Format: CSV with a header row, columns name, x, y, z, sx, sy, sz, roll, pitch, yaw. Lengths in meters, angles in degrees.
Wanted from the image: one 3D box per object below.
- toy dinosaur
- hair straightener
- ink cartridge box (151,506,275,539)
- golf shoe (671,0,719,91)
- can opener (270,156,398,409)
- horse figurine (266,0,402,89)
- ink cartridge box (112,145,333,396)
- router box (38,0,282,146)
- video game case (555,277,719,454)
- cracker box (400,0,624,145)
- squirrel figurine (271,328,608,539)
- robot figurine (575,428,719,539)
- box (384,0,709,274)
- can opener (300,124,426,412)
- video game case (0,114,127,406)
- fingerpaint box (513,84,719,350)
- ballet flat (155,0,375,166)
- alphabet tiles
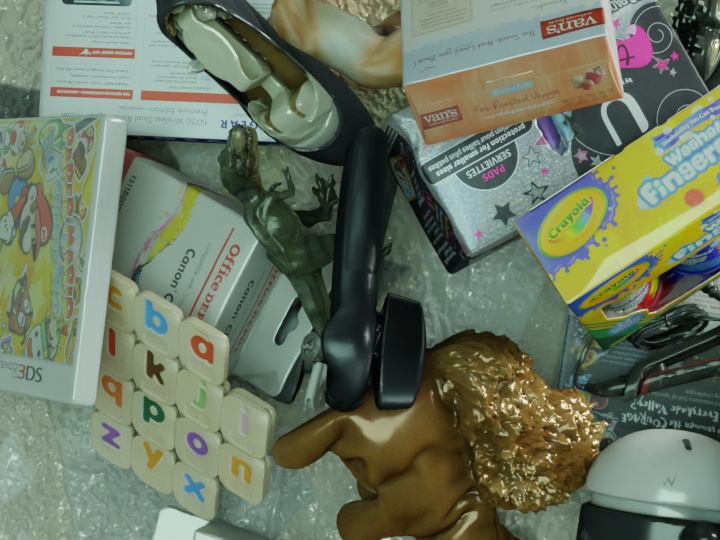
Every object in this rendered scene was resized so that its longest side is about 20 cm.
name,x,y,z,sx,sy,sz,roll,pitch,yaw
toy dinosaur,-0.032,-0.018,1.443,0.047,0.088,0.200,-22,100,51
hair straightener,0.244,0.043,1.465,0.199,0.041,0.077,-18,66,13
ink cartridge box,-0.077,0.258,1.512,0.199,0.068,0.116,17,92,9
golf shoe,0.285,-0.220,1.465,0.094,0.078,0.201,14,94,-9
can opener,-0.020,0.006,1.511,0.066,0.053,0.201,19,92,7
horse figurine,-0.005,-0.181,1.476,0.199,0.050,0.133,17,86,-12
ink cartridge box,-0.127,-0.002,1.498,0.200,0.067,0.117,28,95,22
router box,-0.135,-0.186,1.531,0.199,0.049,0.180,4,91,9
video game case,0.246,0.057,1.487,0.199,0.023,0.183,9,91,8
cracker box,0.096,-0.178,1.363,0.133,0.200,0.058,-13,131,12
squirrel figurine,0.073,0.147,1.448,0.200,0.142,0.187,-28,93,23
robot figurine,0.209,0.210,1.414,0.150,0.125,0.201,5,88,43
box,0.128,-0.096,1.431,0.200,0.132,0.115,-30,87,-6
can opener,0.000,0.000,1.402,0.078,0.063,0.201,6,70,-19
video game case,-0.231,-0.010,1.476,0.023,0.182,0.201,8,87,-36
fingerpaint box,0.218,-0.040,1.385,0.200,0.167,0.073,-33,71,5
ballet flat,-0.067,-0.131,1.426,0.073,0.073,0.200,-44,110,6
alphabet tiles,-0.145,0.089,1.480,0.200,0.015,0.196,29,138,22
